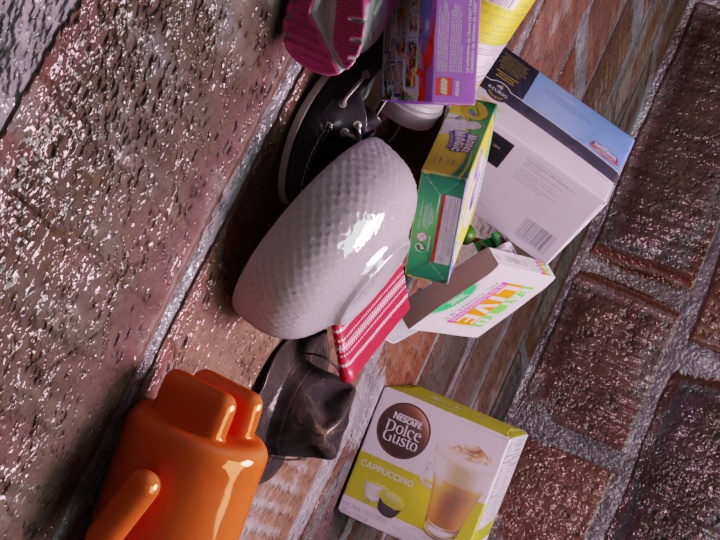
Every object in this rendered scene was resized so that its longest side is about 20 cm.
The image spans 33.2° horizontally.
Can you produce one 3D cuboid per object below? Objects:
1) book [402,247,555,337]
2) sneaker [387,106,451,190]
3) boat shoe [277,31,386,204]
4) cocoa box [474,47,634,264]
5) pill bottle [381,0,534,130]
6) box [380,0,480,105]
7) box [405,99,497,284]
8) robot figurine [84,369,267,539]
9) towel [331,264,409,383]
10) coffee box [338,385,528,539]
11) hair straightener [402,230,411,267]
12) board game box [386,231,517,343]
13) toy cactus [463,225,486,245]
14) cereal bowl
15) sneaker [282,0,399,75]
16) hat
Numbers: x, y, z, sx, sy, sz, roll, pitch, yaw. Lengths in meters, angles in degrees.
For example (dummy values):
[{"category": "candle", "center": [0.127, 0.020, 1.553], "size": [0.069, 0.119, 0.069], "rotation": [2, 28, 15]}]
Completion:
[{"category": "book", "center": [0.143, 0.024, 1.449], "size": [0.133, 0.048, 0.200], "rotation": [-35, 161, 22]}, {"category": "sneaker", "center": [0.073, -0.144, 1.291], "size": [0.200, 0.073, 0.085], "rotation": [-71, 166, 16]}, {"category": "boat shoe", "center": [-0.008, -0.141, 1.048], "size": [0.200, 0.060, 0.074], "rotation": [-63, 164, -17]}, {"category": "cocoa box", "center": [0.189, -0.135, 1.397], "size": [0.131, 0.200, 0.133], "rotation": [-56, -178, -43]}, {"category": "pill bottle", "center": [0.085, -0.228, 1.111], "size": [0.200, 0.104, 0.104], "rotation": [-56, 173, 34]}, {"category": "box", "center": [0.057, -0.232, 0.956], "size": [0.137, 0.039, 0.201], "rotation": [-149, -120, -73]}, {"category": "box", "center": [0.091, -0.087, 1.169], "size": [0.200, 0.048, 0.118], "rotation": [-67, 168, -56]}, {"category": "robot figurine", "center": [-0.145, 0.178, 0.931], "size": [0.144, 0.116, 0.200], "rotation": [-133, -118, -77]}, {"category": "towel", "center": [0.000, 0.000, 1.248], "size": [0.145, 0.022, 0.200], "rotation": [-49, 138, -46]}, {"category": "coffee box", "center": [0.112, 0.294, 1.785], "size": [0.198, 0.199, 0.200], "rotation": [-69, 164, 1]}, {"category": "hair straightener", "center": [0.062, -0.060, 1.462], "size": [0.077, 0.041, 0.200], "rotation": [-53, -173, 51]}, {"category": "board game box", "center": [0.104, 0.024, 1.505], "size": [0.200, 0.026, 0.200], "rotation": [-30, 165, 6]}, {"category": "toy cactus", "center": [0.136, -0.075, 1.584], "size": [0.165, 0.102, 0.200], "rotation": [84, 24, -81]}, {"category": "cereal bowl", "center": [-0.016, -0.014, 1.049], "size": [0.200, 0.083, 0.200], "rotation": [-49, 171, -10]}, {"category": "sneaker", "center": [0.002, -0.251, 0.918], "size": [0.200, 0.081, 0.088], "rotation": [-67, 170, 22]}, {"category": "hat", "center": [-0.052, 0.156, 1.270], "size": [0.201, 0.081, 0.201], "rotation": [-57, 162, -31]}]
